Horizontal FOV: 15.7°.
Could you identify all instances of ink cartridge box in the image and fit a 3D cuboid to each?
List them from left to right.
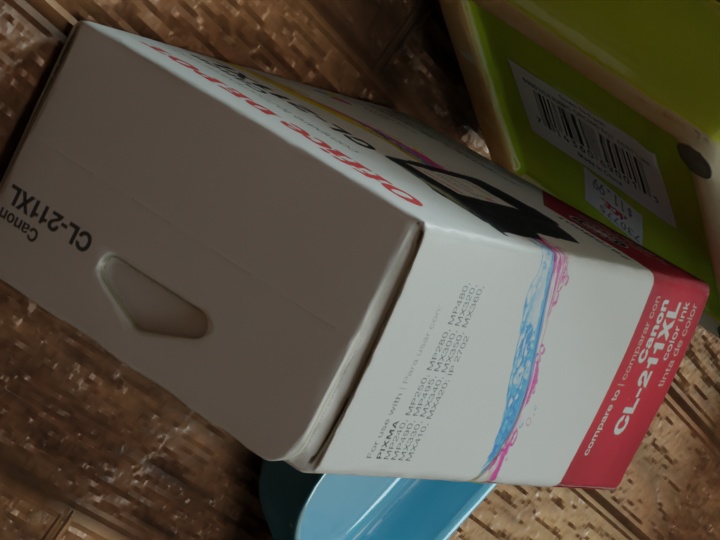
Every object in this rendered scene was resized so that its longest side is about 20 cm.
[{"bbox_3d":[0.000,0.000,0.834,0.200,0.146,0.083,11,108,-59],"label":"ink cartridge box"}]

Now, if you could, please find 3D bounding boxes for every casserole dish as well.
[{"bbox_3d":[0.027,0.053,1.037,0.200,0.039,0.121,-46,149,-17],"label":"casserole dish"}]

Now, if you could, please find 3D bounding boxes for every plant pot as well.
[{"bbox_3d":[0.141,-0.096,0.910,0.181,0.200,0.199,-42,146,-14],"label":"plant pot"}]
